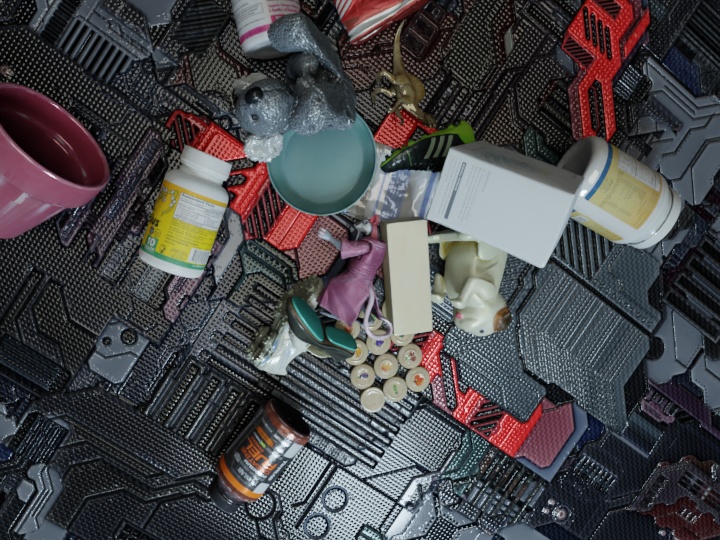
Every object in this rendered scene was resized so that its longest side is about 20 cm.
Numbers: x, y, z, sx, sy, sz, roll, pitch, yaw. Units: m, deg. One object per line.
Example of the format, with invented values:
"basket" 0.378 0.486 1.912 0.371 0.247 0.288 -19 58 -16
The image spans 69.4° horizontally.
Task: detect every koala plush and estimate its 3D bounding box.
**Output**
"koala plush" -0.121 -0.275 0.853 0.197 0.183 0.181 -18 85 23

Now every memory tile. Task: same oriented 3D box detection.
"memory tile" 0.043 0.162 1.010 0.151 0.017 0.204 -20 99 -4

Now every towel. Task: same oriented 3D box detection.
"towel" 0.047 -0.156 0.969 0.196 0.024 0.150 17 94 -9

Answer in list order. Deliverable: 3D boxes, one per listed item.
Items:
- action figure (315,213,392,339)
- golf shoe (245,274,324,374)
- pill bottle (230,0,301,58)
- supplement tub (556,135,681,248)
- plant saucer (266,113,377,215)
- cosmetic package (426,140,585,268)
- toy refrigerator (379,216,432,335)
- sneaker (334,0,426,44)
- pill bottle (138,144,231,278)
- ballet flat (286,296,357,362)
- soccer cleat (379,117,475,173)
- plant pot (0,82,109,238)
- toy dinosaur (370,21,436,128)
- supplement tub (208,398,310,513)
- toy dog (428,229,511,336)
"action figure" 0.000 0.000 0.901 0.132 0.148 0.203 2 115 -47
"golf shoe" -0.121 0.103 0.967 0.097 0.078 0.201 39 90 -35
"pill bottle" -0.163 -0.470 0.857 0.111 0.113 0.204 -13 98 -5
"supplement tub" 0.466 -0.140 0.963 0.197 0.145 0.147 26 93 -10
"plant saucer" -0.068 -0.198 0.929 0.195 0.036 0.205 0 89 1
"cosmetic package" 0.244 -0.120 0.854 0.197 0.199 0.125 27 116 18
"toy refrigerator" 0.083 0.008 0.953 0.074 0.070 0.205 -7 102 -8
"sneaker" 0.044 -0.495 0.900 0.198 0.078 0.117 -32 101 -4
"pill bottle" -0.292 -0.101 0.886 0.111 0.113 0.203 21 94 -9
"ballet flat" -0.081 0.117 0.913 0.068 0.069 0.200 -33 134 15
"soccer cleat" 0.129 -0.206 0.937 0.197 0.067 0.082 -25 95 -18
"plant pot" -0.537 -0.155 0.820 0.178 0.200 0.201 -36 100 14
"toy dinosaur" 0.070 -0.337 0.943 0.100 0.058 0.204 -19 87 -21
"supplement tub" -0.190 0.344 0.957 0.107 0.107 0.201 40 91 -10
"toy dog" 0.211 0.021 0.970 0.192 0.138 0.205 -14 99 -42
